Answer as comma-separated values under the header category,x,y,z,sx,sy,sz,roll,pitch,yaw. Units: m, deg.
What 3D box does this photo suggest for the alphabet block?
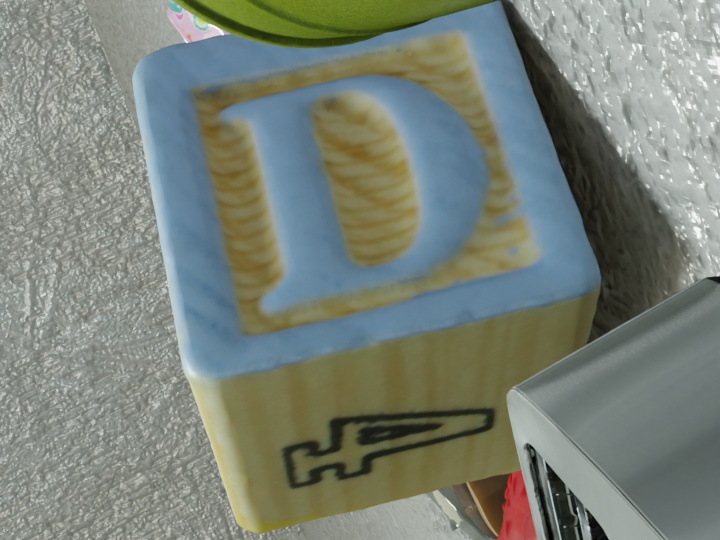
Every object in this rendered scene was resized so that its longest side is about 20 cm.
category,x,y,z,sx,sy,sz,roll,pitch,yaw
alphabet block,0.000,0.000,0.684,0.201,0.194,0.197,86,172,-60

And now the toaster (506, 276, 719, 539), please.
category,x,y,z,sx,sy,sz,roll,pitch,yaw
toaster,0.158,0.115,0.500,0.181,0.118,0.201,48,159,52

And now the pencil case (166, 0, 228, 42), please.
category,x,y,z,sx,sy,sz,roll,pitch,yaw
pencil case,-0.099,-0.167,1.132,0.202,0.087,0.087,66,168,0

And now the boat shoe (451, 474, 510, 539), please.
category,x,y,z,sx,sy,sz,roll,pitch,yaw
boat shoe,0.077,0.116,0.954,0.070,0.070,0.202,29,142,63

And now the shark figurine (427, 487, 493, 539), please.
category,x,y,z,sx,sy,sz,roll,pitch,yaw
shark figurine,0.056,0.188,1.161,0.128,0.089,0.216,91,153,-67

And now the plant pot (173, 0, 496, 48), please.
category,x,y,z,sx,sy,sz,roll,pitch,yaw
plant pot,0.030,-0.166,0.384,0.192,0.199,0.202,19,134,58

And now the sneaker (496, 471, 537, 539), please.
category,x,y,z,sx,sy,sz,roll,pitch,yaw
sneaker,0.122,0.125,0.821,0.200,0.078,0.116,124,130,-62
